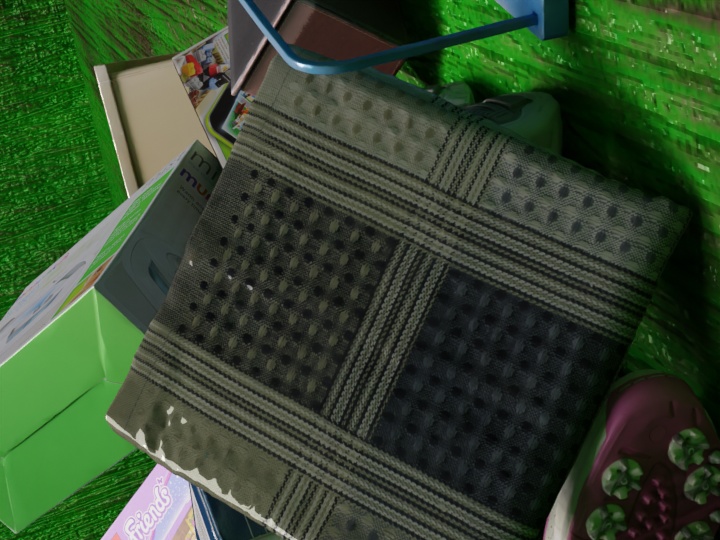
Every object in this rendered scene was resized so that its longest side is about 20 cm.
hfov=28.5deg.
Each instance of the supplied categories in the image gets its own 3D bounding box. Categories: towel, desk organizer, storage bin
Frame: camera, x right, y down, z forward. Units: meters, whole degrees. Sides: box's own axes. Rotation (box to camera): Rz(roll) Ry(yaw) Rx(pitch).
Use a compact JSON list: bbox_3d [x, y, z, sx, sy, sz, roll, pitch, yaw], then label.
[{"bbox_3d":[0.008,0.022,0.586,0.199,0.194,0.034,26,-179,24],"label":"towel"},{"bbox_3d":[-0.030,-0.169,0.834,0.072,0.076,0.201,-54,27,30],"label":"desk organizer"},{"bbox_3d":[-0.103,-0.072,1.075,0.199,0.093,0.202,-54,-50,-76],"label":"storage bin"}]

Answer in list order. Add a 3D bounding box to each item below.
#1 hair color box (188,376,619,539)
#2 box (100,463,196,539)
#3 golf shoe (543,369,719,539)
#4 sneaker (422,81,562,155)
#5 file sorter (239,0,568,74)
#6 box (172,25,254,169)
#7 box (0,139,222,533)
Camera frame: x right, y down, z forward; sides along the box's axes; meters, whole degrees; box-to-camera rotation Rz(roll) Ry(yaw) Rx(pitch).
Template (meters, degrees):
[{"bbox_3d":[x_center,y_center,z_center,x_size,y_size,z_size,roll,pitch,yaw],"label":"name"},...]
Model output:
[{"bbox_3d":[0.020,0.094,0.670,0.100,0.198,0.061,94,154,-56],"label":"hair color box"},{"bbox_3d":[-0.066,0.155,0.824,0.137,0.039,0.200,51,121,22],"label":"box"},{"bbox_3d":[0.108,0.111,0.620,0.092,0.074,0.202,-117,19,-49],"label":"golf shoe"},{"bbox_3d":[0.044,-0.037,0.704,0.200,0.077,0.100,-144,36,-71],"label":"sneaker"},{"bbox_3d":[0.003,-0.202,0.585,0.139,0.121,0.202,-125,24,-52],"label":"file sorter"},{"bbox_3d":[-0.039,-0.091,0.883,0.201,0.109,0.035,61,-179,41],"label":"box"},{"bbox_3d":[-0.158,0.042,0.898,0.097,0.199,0.177,44,-146,-16],"label":"box"}]
